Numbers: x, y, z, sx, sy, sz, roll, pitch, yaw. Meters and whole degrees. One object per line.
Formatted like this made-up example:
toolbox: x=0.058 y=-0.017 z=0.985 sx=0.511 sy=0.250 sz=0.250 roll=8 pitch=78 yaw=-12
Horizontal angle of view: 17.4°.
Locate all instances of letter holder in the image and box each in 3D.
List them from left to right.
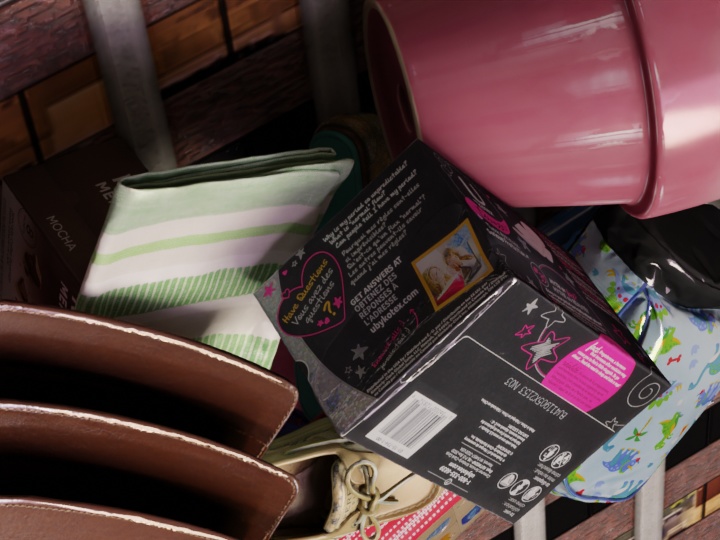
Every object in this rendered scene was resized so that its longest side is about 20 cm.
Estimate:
letter holder: x=-0.123 y=0.111 z=1.206 sx=0.199 sy=0.101 sz=0.143 roll=18 pitch=115 yaw=-34

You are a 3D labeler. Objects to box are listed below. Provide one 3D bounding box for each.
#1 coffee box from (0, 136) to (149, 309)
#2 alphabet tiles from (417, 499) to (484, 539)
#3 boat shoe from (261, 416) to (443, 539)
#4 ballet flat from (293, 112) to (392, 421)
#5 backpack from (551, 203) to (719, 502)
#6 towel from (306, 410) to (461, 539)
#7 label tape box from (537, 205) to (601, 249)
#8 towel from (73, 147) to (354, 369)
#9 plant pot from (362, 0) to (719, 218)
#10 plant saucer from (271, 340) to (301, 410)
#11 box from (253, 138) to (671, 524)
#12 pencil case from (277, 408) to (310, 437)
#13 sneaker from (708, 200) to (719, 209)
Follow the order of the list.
coffee box: x=-0.151 y=0.040 z=1.353 sx=0.079 sy=0.113 sz=0.201 roll=-20 pitch=144 yaw=-27
alphabet tiles: x=0.039 y=0.185 z=1.683 sx=0.200 sy=0.008 sz=0.167 roll=-43 pitch=158 yaw=-11
boat shoe: x=-0.038 y=0.132 z=1.359 sx=0.198 sy=0.063 sz=0.074 roll=-7 pitch=114 yaw=-15
ballet flat: x=0.000 y=0.000 z=1.449 sx=0.070 sy=0.071 sz=0.202 roll=-11 pitch=111 yaw=-36
backpack: x=0.168 y=0.057 z=1.569 sx=0.200 sy=0.154 sz=0.163 roll=-40 pitch=154 yaw=24
towel: x=0.016 y=0.125 z=1.482 sx=0.144 sy=0.022 sz=0.200 roll=-40 pitch=148 yaw=-10
label tape box: x=0.148 y=0.004 z=1.651 sx=0.143 sy=0.066 sz=0.200 roll=-33 pitch=143 yaw=-9
towel: x=-0.092 y=0.023 z=1.267 sx=0.152 sy=0.023 sz=0.201 roll=-11 pitch=138 yaw=-39
plant pot: x=0.102 y=-0.118 z=1.357 sx=0.178 sy=0.201 sz=0.201 roll=-14 pitch=143 yaw=-8
plant saucer: x=-0.085 y=0.086 z=1.533 sx=0.200 sy=0.051 sz=0.201 roll=-26 pitch=145 yaw=-20
box: x=0.057 y=0.038 z=1.304 sx=0.132 sy=0.115 sz=0.200 roll=-42 pitch=144 yaw=12
pencil case: x=-0.077 y=0.170 z=1.524 sx=0.077 sy=0.087 sz=0.201 roll=0 pitch=134 yaw=-16
sneaker: x=0.263 y=-0.042 z=1.716 sx=0.086 sy=0.080 sz=0.201 roll=-45 pitch=154 yaw=-31
